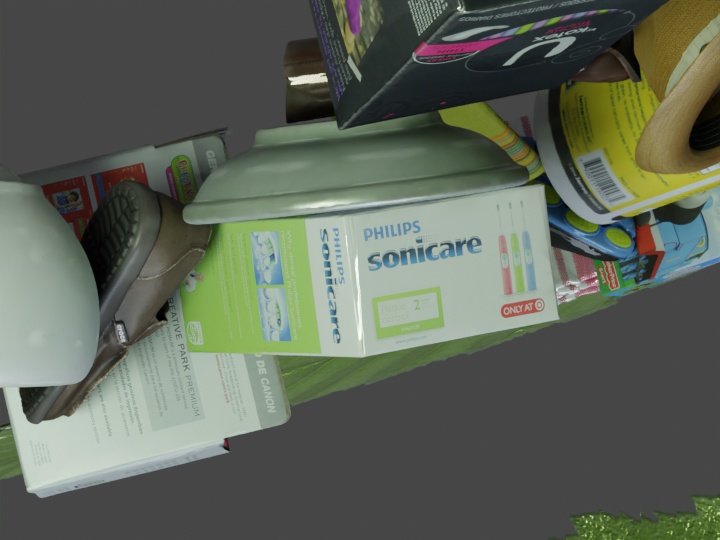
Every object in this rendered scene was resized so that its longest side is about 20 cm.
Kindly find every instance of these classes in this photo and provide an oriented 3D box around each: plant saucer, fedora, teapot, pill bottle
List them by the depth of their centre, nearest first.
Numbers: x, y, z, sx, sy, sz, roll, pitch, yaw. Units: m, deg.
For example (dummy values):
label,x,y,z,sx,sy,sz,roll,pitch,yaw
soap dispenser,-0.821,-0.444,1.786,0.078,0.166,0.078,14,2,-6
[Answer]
label,x,y,z,sx,sy,sz,roll,pitch,yaw
teapot,-0.239,-0.008,1.475,0.200,0.147,0.197,0,180,41
fedora,0.214,-0.143,1.488,0.200,0.082,0.201,-34,158,-16
plant saucer,-0.005,-0.062,1.493,0.199,0.050,0.200,-7,-176,0
pill bottle,0.223,-0.110,1.724,0.200,0.113,0.112,-19,171,33

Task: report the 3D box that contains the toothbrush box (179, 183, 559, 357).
label,x,y,z,sx,sy,sz,roll,pitch,yaw
toothbrush box,0.000,0.000,1.572,0.145,0.086,0.200,-10,-177,-34

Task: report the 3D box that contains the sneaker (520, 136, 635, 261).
label,x,y,z,sx,sy,sz,roll,pitch,yaw
sneaker,0.095,-0.049,1.822,0.199,0.071,0.083,14,141,2

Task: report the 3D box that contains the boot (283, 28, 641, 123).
label,x,y,z,sx,sy,sz,roll,pitch,yaw
boot,0.058,-0.124,1.539,0.199,0.064,0.186,-13,173,15

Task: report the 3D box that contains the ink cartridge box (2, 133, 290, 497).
label,x,y,z,sx,sy,sz,roll,pitch,yaw
ink cartridge box,-0.149,0.029,1.692,0.175,0.201,0.084,-13,173,-2

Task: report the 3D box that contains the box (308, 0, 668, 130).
label,x,y,z,sx,sy,sz,roll,pitch,yaw
box,0.057,-0.146,1.200,0.122,0.106,0.200,-12,172,-17

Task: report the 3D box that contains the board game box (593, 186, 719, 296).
label,x,y,z,sx,sy,sz,roll,pitch,yaw
board game box,0.238,-0.082,1.807,0.200,0.152,0.037,-20,169,34

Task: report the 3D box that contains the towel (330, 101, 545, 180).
label,x,y,z,sx,sy,sz,roll,pitch,yaw
towel,0.046,-0.091,1.684,0.086,0.018,0.200,-22,151,17

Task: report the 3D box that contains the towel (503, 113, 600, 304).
label,x,y,z,sx,sy,sz,roll,pitch,yaw
towel,0.068,-0.031,1.893,0.199,0.147,0.030,-14,157,-1

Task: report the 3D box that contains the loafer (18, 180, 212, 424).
label,x,y,z,sx,sy,sz,roll,pitch,yaw
loafer,-0.148,0.028,1.575,0.071,0.073,0.200,9,140,-30
